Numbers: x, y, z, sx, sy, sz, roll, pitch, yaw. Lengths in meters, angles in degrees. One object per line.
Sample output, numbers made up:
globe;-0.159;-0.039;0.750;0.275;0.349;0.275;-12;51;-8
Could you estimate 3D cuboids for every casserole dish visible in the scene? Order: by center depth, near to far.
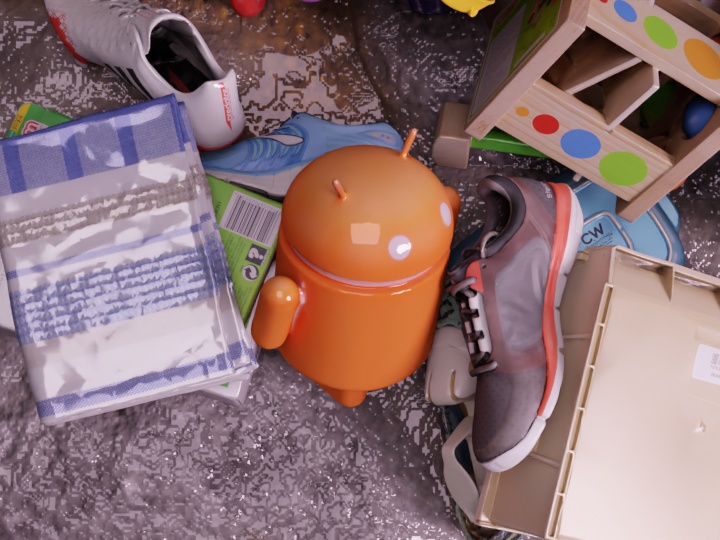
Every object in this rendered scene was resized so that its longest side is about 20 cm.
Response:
casserole dish;0.149;-0.002;1.011;0.200;0.039;0.121;-33;86;-4

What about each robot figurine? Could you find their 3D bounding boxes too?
robot figurine;-0.001;0.001;0.919;0.144;0.200;0.117;1;43;-7

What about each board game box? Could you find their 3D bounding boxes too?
board game box;-0.156;-0.035;0.936;0.200;0.030;0.096;23;79;-1

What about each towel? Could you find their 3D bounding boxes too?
towel;-0.161;-0.007;0.908;0.147;0.024;0.200;-15;79;-3

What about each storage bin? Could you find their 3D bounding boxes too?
storage bin;0.207;0.103;0.940;0.200;0.094;0.199;17;83;-20

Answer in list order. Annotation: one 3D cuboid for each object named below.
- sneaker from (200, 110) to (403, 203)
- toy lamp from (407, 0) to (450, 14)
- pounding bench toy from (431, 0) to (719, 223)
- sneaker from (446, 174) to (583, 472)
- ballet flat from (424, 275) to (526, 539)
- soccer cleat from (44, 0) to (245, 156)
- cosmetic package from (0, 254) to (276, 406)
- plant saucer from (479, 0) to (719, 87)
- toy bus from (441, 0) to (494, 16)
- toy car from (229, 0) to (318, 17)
sneaker;-0.058;-0.070;1.008;0.200;0.078;0.090;-2;46;11
toy lamp;0.043;-0.276;0.974;0.058;0.200;0.058;-5;41;4
pounding bench toy;0.161;-0.115;0.967;0.156;0.200;0.124;28;49;-14
sneaker;0.086;0.030;0.905;0.082;0.077;0.200;17;72;-23
ballet flat;0.079;0.101;0.966;0.074;0.074;0.200;-15;93;-2
soccer cleat;-0.154;-0.163;0.980;0.069;0.085;0.200;-34;65;-27
cosmetic package;-0.165;0.018;0.983;0.200;0.085;0.108;16;81;0
plant saucer;0.183;-0.236;1.038;0.200;0.032;0.200;0;84;-1
toy bus;0.065;-0.229;0.848;0.192;0.136;0.200;-43;65;15
toy car;-0.070;-0.255;0.978;0.200;0.175;0.150;-13;125;22
